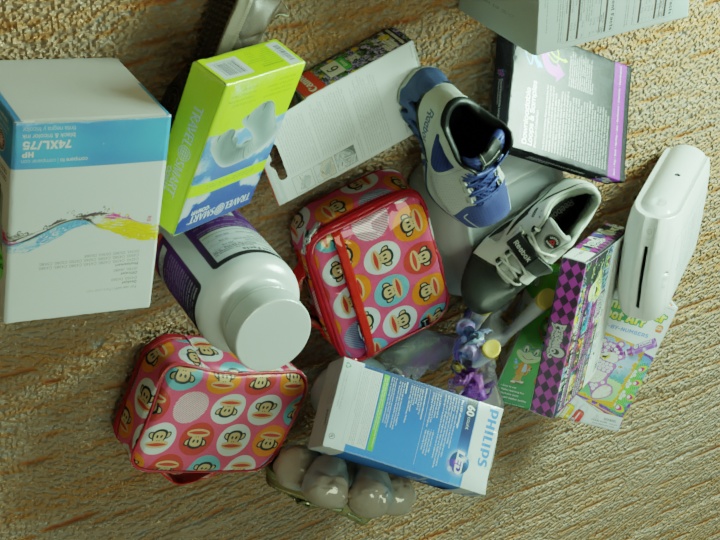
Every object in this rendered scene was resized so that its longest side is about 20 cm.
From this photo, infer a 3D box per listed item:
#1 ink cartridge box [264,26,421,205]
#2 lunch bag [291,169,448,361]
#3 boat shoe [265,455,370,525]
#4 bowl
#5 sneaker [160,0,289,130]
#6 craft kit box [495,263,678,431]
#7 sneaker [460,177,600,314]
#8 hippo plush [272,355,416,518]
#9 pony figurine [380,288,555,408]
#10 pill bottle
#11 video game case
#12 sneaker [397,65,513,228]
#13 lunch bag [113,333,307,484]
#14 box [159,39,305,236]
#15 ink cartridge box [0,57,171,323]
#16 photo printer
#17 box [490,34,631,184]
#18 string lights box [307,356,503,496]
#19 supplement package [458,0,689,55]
[{"bbox_3d":[-0.025,-0.164,1.393,0.200,0.050,0.109,-29,130,-13],"label":"ink cartridge box"},{"bbox_3d":[0.000,0.000,1.490,0.176,0.082,0.200,-26,128,-11],"label":"lunch bag"},{"bbox_3d":[-0.047,0.282,1.655,0.200,0.073,0.063,20,102,-47],"label":"boat shoe"},{"bbox_3d":[0.167,-0.069,1.564,0.200,0.075,0.200,-29,131,-16],"label":"bowl"},{"bbox_3d":[-0.133,-0.188,1.293,0.075,0.070,0.200,15,110,-39],"label":"sneaker"},{"bbox_3d":[0.289,0.102,1.731,0.199,0.049,0.198,14,108,-17],"label":"craft kit box"},{"bbox_3d":[0.193,-0.031,1.484,0.074,0.089,0.200,43,86,-8],"label":"sneaker"},{"bbox_3d":[0.008,0.189,1.550,0.200,0.159,0.161,0,107,-61],"label":"hippo plush"},{"bbox_3d":[0.138,0.104,1.594,0.193,0.167,0.200,-39,168,-25],"label":"pony figurine"},{"bbox_3d":[-0.130,0.015,1.338,0.111,0.200,0.112,-16,127,-23],"label":"pill bottle"},{"bbox_3d":[0.267,0.057,1.593,0.181,0.036,0.201,-30,134,-59],"label":"video game case"},{"bbox_3d":[0.115,-0.115,1.394,0.080,0.115,0.200,-36,126,-9],"label":"sneaker"},{"bbox_3d":[-0.173,0.166,1.489,0.199,0.082,0.177,9,114,-37],"label":"lunch bag"},{"bbox_3d":[-0.136,-0.120,1.269,0.122,0.048,0.200,-28,150,-50],"label":"box"},{"bbox_3d":[-0.277,-0.077,1.221,0.146,0.147,0.201,-7,122,-30],"label":"ink cartridge box"},{"bbox_3d":[0.380,-0.044,1.655,0.200,0.069,0.167,-50,149,-48],"label":"photo printer"},{"bbox_3d":[0.232,-0.189,1.509,0.200,0.036,0.144,13,79,-38],"label":"box"},{"bbox_3d":[0.052,0.177,1.469,0.199,0.059,0.103,20,73,-15],"label":"string lights box"},{"bbox_3d":[0.226,-0.338,1.372,0.199,0.152,0.151,-17,126,-23],"label":"supplement package"}]
